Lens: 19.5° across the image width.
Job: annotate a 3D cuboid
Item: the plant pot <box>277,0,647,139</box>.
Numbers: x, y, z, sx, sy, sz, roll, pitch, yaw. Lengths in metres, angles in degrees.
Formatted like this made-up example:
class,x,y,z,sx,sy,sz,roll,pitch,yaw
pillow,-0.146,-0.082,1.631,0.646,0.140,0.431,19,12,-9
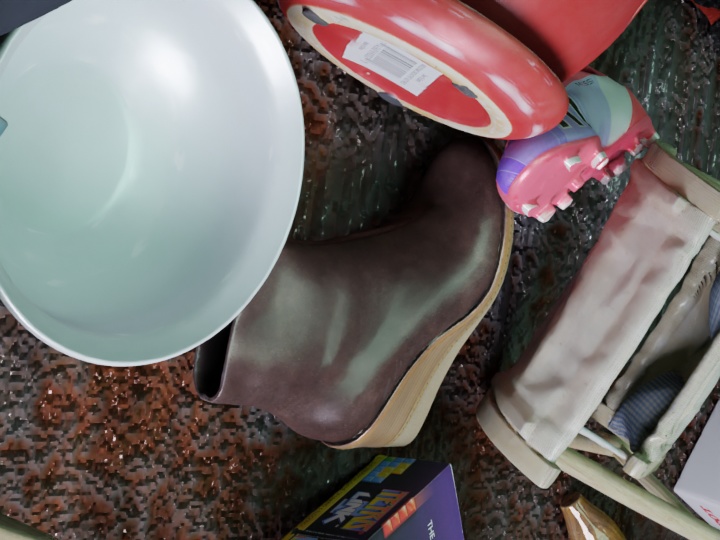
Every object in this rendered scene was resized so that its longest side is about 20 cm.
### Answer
class,x,y,z,sx,sy,sz,roll,pitch,yaw
plant pot,0.066,-0.180,1.127,0.200,0.200,0.183,33,81,-41

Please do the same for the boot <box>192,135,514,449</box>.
class,x,y,z,sx,sy,sz,roll,pitch,yaw
boot,0.000,0.000,1.180,0.166,0.072,0.201,22,86,-45

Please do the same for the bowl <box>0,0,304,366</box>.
class,x,y,z,sx,sy,sz,roll,pitch,yaw
bowl,-0.131,-0.059,1.038,0.201,0.090,0.202,-10,105,-41

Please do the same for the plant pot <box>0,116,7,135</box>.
class,x,y,z,sx,sy,sz,roll,pitch,yaw
plant pot,-0.269,-0.039,0.851,0.200,0.200,0.161,30,87,-41

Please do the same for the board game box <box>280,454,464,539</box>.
class,x,y,z,sx,sy,sz,roll,pitch,yaw
board game box,0.008,0.233,1.215,0.165,0.057,0.201,-35,121,-50

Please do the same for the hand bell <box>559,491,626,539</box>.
class,x,y,z,sx,sy,sz,roll,pitch,yaw
hand bell,0.192,0.227,1.405,0.104,0.104,0.200,-46,114,-27

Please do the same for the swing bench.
class,x,y,z,sx,sy,sz,roll,pitch,yaw
swing bench,0.188,0.042,1.287,0.200,0.130,0.199,25,103,-39

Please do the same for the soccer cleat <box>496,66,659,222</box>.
class,x,y,z,sx,sy,sz,roll,pitch,yaw
soccer cleat,0.116,-0.082,1.238,0.067,0.077,0.200,-47,169,27

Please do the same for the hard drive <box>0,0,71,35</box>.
class,x,y,z,sx,sy,sz,roll,pitch,yaw
hard drive,-0.155,-0.178,0.972,0.200,0.135,0.042,-38,148,-31

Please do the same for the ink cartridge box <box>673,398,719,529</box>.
class,x,y,z,sx,sy,sz,roll,pitch,yaw
ink cartridge box,0.339,0.173,1.439,0.145,0.200,0.084,42,72,-39

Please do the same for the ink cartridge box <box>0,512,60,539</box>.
class,x,y,z,sx,sy,sz,roll,pitch,yaw
ink cartridge box,-0.239,0.112,0.895,0.165,0.200,0.075,28,79,-41

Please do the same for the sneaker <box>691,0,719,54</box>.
class,x,y,z,sx,sy,sz,roll,pitch,yaw
sneaker,0.264,-0.200,1.389,0.200,0.070,0.094,39,77,-37
